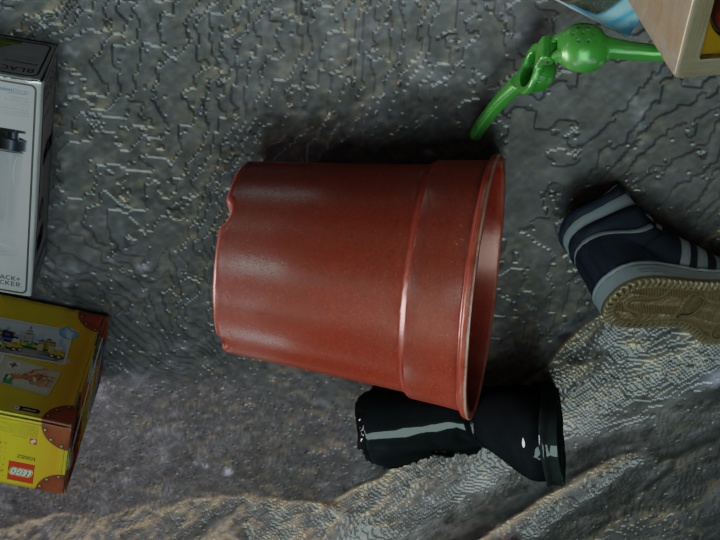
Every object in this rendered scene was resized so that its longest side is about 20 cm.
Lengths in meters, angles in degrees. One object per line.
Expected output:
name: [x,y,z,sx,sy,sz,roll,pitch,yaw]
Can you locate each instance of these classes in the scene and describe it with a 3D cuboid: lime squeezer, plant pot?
lime squeezer: [0.148,-0.146,1.167,0.200,0.038,0.071,-18,159,32]
plant pot: [0.000,0.000,1.226,0.195,0.201,0.201,7,125,9]

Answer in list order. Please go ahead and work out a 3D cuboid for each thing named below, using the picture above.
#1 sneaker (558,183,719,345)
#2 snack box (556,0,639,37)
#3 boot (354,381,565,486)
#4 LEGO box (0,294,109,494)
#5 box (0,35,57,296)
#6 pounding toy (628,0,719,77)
sneaker: [0.240,-0.006,1.276,0.200,0.109,0.070,8,129,-40]
snack box: [0.187,-0.269,1.107,0.116,0.037,0.200,24,123,-13]
boot: [0.079,0.132,1.307,0.168,0.200,0.077,-4,94,4]
LEGO box: [-0.320,0.088,1.324,0.199,0.149,0.077,12,125,-4]
box: [-0.299,-0.084,1.257,0.116,0.060,0.200,9,125,-2]
pounding toy: [0.267,-0.224,1.028,0.184,0.142,0.200,-6,134,-13]
